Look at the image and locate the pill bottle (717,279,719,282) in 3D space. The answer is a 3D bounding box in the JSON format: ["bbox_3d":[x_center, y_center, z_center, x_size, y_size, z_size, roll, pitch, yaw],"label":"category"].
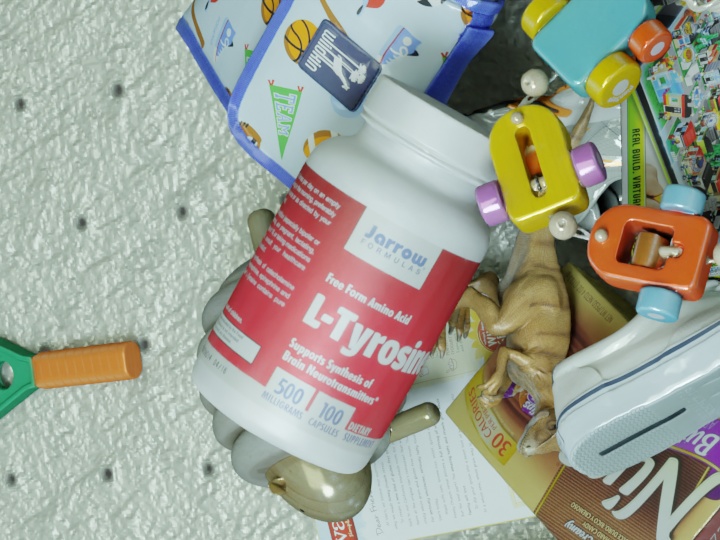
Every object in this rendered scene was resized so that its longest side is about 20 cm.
[{"bbox_3d":[0.265,-0.025,1.588,0.199,0.112,0.113,-13,87,32],"label":"pill bottle"}]

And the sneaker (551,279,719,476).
[{"bbox_3d":[0.186,0.034,1.541,0.199,0.073,0.071,-25,53,12],"label":"sneaker"}]

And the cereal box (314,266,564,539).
[{"bbox_3d":[0.051,0.087,1.778,0.199,0.039,0.145,-13,86,33],"label":"cereal box"}]

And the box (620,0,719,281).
[{"bbox_3d":[0.194,-0.096,1.569,0.110,0.035,0.201,-12,69,33],"label":"box"}]

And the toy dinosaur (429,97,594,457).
[{"bbox_3d":[0.094,0.013,1.651,0.106,0.060,0.201,-8,71,26],"label":"toy dinosaur"}]

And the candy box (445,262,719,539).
[{"bbox_3d":[0.145,0.099,1.625,0.117,0.056,0.200,-50,43,9],"label":"candy box"}]

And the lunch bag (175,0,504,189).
[{"bbox_3d":[-0.006,-0.145,1.713,0.170,0.123,0.200,-57,40,25],"label":"lunch bag"}]

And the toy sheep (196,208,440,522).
[{"bbox_3d":[-0.033,0.055,1.736,0.138,0.138,0.201,-28,61,31],"label":"toy sheep"}]

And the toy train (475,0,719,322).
[{"bbox_3d":[0.143,-0.069,1.545,0.150,0.056,0.201,5,74,23],"label":"toy train"}]

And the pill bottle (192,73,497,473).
[{"bbox_3d":[0.000,0.000,1.606,0.112,0.112,0.201,32,97,26],"label":"pill bottle"}]

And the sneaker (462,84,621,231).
[{"bbox_3d":[0.108,-0.058,1.713,0.199,0.076,0.092,-14,92,35],"label":"sneaker"}]

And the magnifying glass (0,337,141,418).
[{"bbox_3d":[-0.230,0.069,1.972,0.199,0.022,0.080,-7,90,35],"label":"magnifying glass"}]
